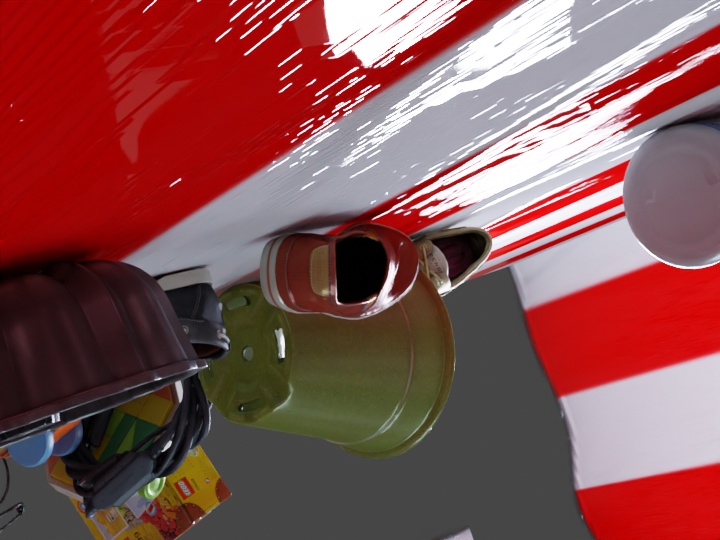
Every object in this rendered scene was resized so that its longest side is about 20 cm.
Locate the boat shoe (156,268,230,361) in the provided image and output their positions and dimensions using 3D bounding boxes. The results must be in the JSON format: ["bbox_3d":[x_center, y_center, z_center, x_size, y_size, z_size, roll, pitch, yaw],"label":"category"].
[{"bbox_3d":[-0.170,0.050,0.827,0.198,0.069,0.071,-14,175,-45],"label":"boat shoe"}]

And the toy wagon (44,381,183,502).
[{"bbox_3d":[-0.241,0.142,1.260,0.153,0.202,0.040,15,153,27],"label":"toy wagon"}]

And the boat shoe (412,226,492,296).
[{"bbox_3d":[0.065,-0.004,1.292,0.199,0.075,0.066,-31,-179,-44],"label":"boat shoe"}]

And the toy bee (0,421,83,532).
[{"bbox_3d":[-0.320,0.138,1.152,0.200,0.109,0.131,-45,169,-5],"label":"toy bee"}]

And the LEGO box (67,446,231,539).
[{"bbox_3d":[-0.261,0.216,1.383,0.149,0.201,0.077,-39,172,33],"label":"LEGO box"}]

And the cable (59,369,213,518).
[{"bbox_3d":[-0.208,0.133,1.180,0.200,0.164,0.051,-44,126,15],"label":"cable"}]

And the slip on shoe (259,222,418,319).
[{"bbox_3d":[0.000,0.000,0.918,0.060,0.075,0.199,-1,180,28],"label":"slip on shoe"}]

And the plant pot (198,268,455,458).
[{"bbox_3d":[-0.046,0.076,1.140,0.198,0.203,0.189,-23,162,36],"label":"plant pot"}]

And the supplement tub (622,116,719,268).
[{"bbox_3d":[0.350,-0.082,1.185,0.131,0.134,0.199,-23,176,40],"label":"supplement tub"}]

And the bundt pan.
[{"bbox_3d":[-0.187,0.051,0.656,0.199,0.077,0.202,-20,175,-2],"label":"bundt pan"}]
